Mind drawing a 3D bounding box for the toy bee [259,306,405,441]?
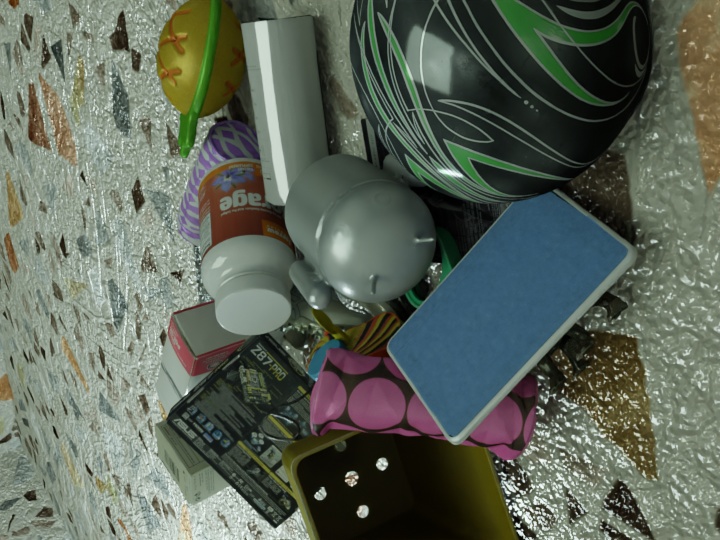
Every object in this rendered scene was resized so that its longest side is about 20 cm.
[{"bbox_3d":[-0.021,0.086,0.808,0.199,0.109,0.131,-13,124,20],"label":"toy bee"}]

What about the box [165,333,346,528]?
[{"bbox_3d":[-0.115,0.197,0.961,0.200,0.161,0.049,47,-173,-10],"label":"box"}]

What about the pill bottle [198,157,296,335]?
[{"bbox_3d":[-0.133,-0.029,0.911,0.112,0.112,0.201,114,153,-45],"label":"pill bottle"}]

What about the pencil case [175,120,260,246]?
[{"bbox_3d":[-0.189,-0.108,1.035,0.086,0.084,0.200,47,140,12],"label":"pencil case"}]

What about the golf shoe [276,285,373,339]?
[{"bbox_3d":[-0.059,0.033,0.933,0.199,0.078,0.098,11,77,31],"label":"golf shoe"}]

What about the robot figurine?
[{"bbox_3d":[-0.001,-0.042,0.731,0.170,0.113,0.200,-52,32,5],"label":"robot figurine"}]

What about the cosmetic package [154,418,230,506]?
[{"bbox_3d":[-0.169,0.224,1.065,0.105,0.199,0.071,43,140,36],"label":"cosmetic package"}]

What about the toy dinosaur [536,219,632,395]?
[{"bbox_3d":[0.152,0.033,0.638,0.102,0.077,0.201,42,140,25],"label":"toy dinosaur"}]

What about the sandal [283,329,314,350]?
[{"bbox_3d":[-0.125,0.026,1.037,0.200,0.054,0.082,58,144,18],"label":"sandal"}]

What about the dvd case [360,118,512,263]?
[{"bbox_3d":[0.077,-0.078,0.740,0.200,0.016,0.149,8,113,52],"label":"dvd case"}]

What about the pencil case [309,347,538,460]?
[{"bbox_3d":[0.055,0.122,0.698,0.199,0.091,0.094,8,135,3],"label":"pencil case"}]

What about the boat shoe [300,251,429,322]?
[{"bbox_3d":[0.000,0.000,0.863,0.200,0.057,0.067,35,160,46],"label":"boat shoe"}]

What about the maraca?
[{"bbox_3d":[-0.201,-0.241,0.954,0.137,0.106,0.201,-114,38,-60],"label":"maraca"}]

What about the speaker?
[{"bbox_3d":[-0.079,-0.177,0.853,0.081,0.081,0.201,15,117,50],"label":"speaker"}]

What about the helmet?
[{"bbox_3d":[0.089,-0.146,0.535,0.200,0.190,0.201,29,128,44],"label":"helmet"}]

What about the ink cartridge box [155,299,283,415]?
[{"bbox_3d":[-0.208,0.129,1.120,0.083,0.146,0.200,55,142,24],"label":"ink cartridge box"}]

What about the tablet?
[{"bbox_3d":[0.112,0.028,0.616,0.200,0.014,0.130,-49,39,10],"label":"tablet"}]

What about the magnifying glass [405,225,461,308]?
[{"bbox_3d":[0.085,0.021,0.691,0.200,0.022,0.080,48,129,55],"label":"magnifying glass"}]

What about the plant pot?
[{"bbox_3d":[0.020,0.240,0.828,0.176,0.199,0.201,-6,103,68],"label":"plant pot"}]
